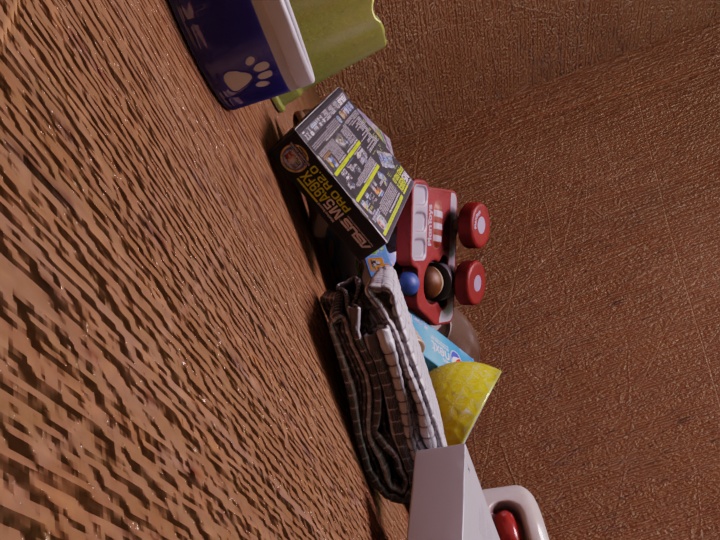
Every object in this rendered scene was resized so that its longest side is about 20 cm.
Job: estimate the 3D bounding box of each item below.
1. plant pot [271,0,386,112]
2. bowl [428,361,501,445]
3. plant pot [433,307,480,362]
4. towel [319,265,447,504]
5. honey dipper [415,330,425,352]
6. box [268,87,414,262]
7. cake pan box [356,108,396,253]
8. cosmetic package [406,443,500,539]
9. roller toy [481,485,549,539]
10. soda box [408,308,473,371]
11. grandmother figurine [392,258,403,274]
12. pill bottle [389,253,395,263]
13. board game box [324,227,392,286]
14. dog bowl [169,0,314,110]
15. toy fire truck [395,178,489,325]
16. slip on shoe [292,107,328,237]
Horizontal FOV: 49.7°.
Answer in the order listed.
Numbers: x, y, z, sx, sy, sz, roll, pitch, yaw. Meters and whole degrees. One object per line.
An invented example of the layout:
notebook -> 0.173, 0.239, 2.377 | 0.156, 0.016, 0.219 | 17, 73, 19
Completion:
plant pot -> -0.067, -0.355, 1.122 | 0.200, 0.183, 0.201 | -19, 90, -87
bowl -> 0.095, 0.195, 1.031 | 0.107, 0.201, 0.200 | 28, -7, 13
plant pot -> 0.123, 0.126, 1.420 | 0.200, 0.186, 0.188 | 63, 7, -69
towel -> 0.021, 0.104, 0.765 | 0.166, 0.085, 0.201 | -78, 150, -81
honey dipper -> 0.031, 0.046, 1.051 | 0.200, 0.038, 0.038 | 59, -7, 50
box -> -0.014, -0.120, 0.921 | 0.160, 0.044, 0.200 | 50, 26, -13
cake pan box -> 0.022, -0.126, 1.162 | 0.200, 0.052, 0.185 | 19, 59, -73
cosmetic package -> 0.079, 0.265, 0.621 | 0.200, 0.051, 0.151 | -75, 150, -58
roller toy -> 0.153, 0.358, 0.934 | 0.182, 0.139, 0.201 | 77, 4, -86
soda box -> 0.092, 0.129, 1.114 | 0.200, 0.068, 0.064 | 39, 37, -42
grandmother figurine -> 0.042, 0.012, 1.263 | 0.200, 0.060, 0.122 | 49, -59, 48
pill bottle -> 0.026, -0.030, 1.424 | 0.112, 0.112, 0.201 | 59, 11, -75
board game box -> 0.000, 0.000, 1.008 | 0.152, 0.036, 0.201 | 106, -30, -56
dog bowl -> -0.108, -0.239, 0.642 | 0.200, 0.078, 0.201 | -20, 90, -88
toy fire truck -> 0.096, -0.023, 1.096 | 0.168, 0.112, 0.201 | 0, 94, -56
slip on shoe -> -0.063, -0.132, 1.015 | 0.076, 0.060, 0.201 | 111, -17, -62
